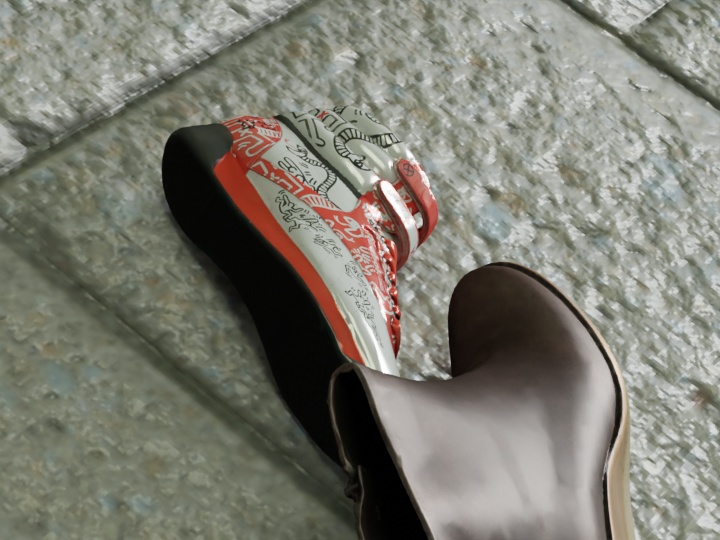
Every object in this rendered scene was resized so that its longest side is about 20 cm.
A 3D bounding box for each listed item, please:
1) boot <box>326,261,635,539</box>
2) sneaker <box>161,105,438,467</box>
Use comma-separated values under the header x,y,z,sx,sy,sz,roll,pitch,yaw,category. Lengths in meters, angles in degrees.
x,y,z,sx,sy,sz,roll,pitch,yaw,category
0.046,0.058,0.768,0.166,0.072,0.200,29,36,-48,boot
0.000,-0.001,0.862,0.108,0.067,0.202,-14,50,-29,sneaker
